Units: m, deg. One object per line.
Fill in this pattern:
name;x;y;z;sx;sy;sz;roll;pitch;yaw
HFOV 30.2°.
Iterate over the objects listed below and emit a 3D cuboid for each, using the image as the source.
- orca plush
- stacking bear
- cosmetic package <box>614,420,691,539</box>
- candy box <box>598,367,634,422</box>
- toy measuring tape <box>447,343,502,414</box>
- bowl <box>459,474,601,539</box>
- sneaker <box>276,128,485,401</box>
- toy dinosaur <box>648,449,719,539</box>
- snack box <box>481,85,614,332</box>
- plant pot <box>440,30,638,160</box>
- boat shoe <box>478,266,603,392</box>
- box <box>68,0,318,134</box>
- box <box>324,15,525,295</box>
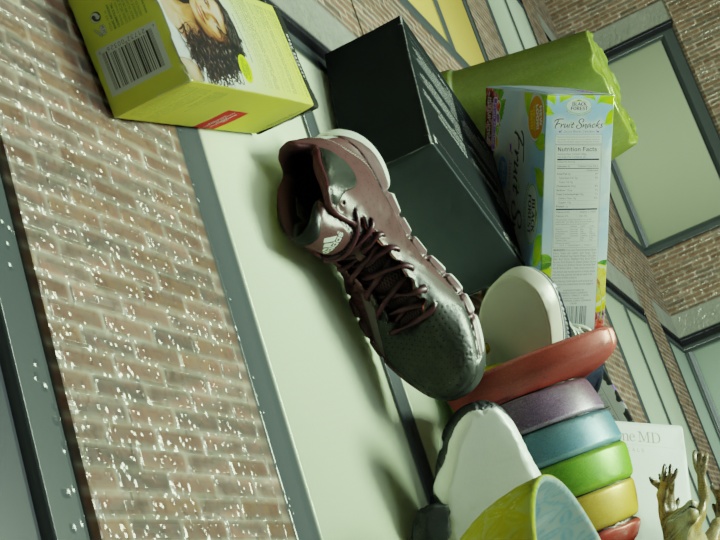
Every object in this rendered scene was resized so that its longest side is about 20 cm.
orca plush;0.089;0.177;0.858;0.201;0.105;0.071;64;-7;-10
stacking bear;0.143;0.158;0.901;0.122;0.113;0.201;128;-56;-67
cosmetic package;0.191;0.215;0.983;0.074;0.101;0.202;128;-36;-61
candy box;0.228;0.189;1.191;0.200;0.071;0.169;-105;170;-65
toy measuring tape;0.122;0.140;1.000;0.201;0.073;0.073;66;16;16
bowl;0.091;0.225;0.742;0.201;0.107;0.201;56;20;-32
sneaker;0.000;0.000;0.851;0.201;0.075;0.115;59;20;10
toy dinosaur;0.228;0.192;0.921;0.200;0.058;0.102;56;37;-45
snack box;0.161;-0.060;1.178;0.169;0.067;0.202;-139;-132;-74
plant pot;0.168;-0.145;1.333;0.201;0.189;0.201;56;19;-30
boat shoe;0.150;0.056;1.062;0.074;0.093;0.201;34;-35;30
box;-0.088;-0.122;0.761;0.076;0.050;0.200;67;16;3
box;0.055;-0.087;1.102;0.200;0.078;0.142;47;23;-49
